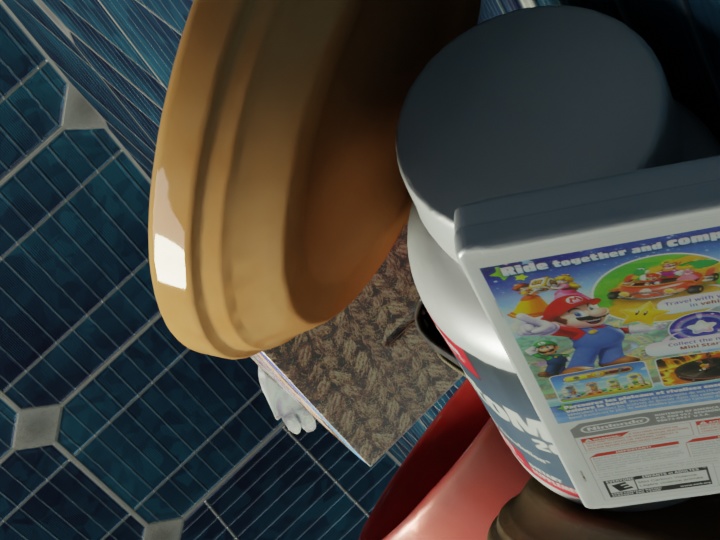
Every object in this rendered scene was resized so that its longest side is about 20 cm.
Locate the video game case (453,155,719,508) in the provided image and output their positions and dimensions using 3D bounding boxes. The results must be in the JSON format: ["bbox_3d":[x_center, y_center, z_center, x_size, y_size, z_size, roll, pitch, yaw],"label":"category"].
[{"bbox_3d":[0.121,0.023,0.480,0.200,0.143,0.018,58,-153,-57],"label":"video game case"}]

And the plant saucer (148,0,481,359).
[{"bbox_3d":[-0.004,-0.062,0.516,0.037,0.200,0.200,20,165,15],"label":"plant saucer"}]

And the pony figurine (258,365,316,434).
[{"bbox_3d":[-0.047,0.062,1.690,0.193,0.166,0.200,53,-169,21],"label":"pony figurine"}]

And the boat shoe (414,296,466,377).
[{"bbox_3d":[0.099,0.045,0.740,0.200,0.073,0.075,14,105,52],"label":"boat shoe"}]

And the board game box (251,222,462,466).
[{"bbox_3d":[0.000,0.000,0.915,0.097,0.159,0.200,49,173,-21],"label":"board game box"}]

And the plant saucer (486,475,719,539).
[{"bbox_3d":[0.154,0.109,0.664,0.200,0.200,0.030,-156,66,-73],"label":"plant saucer"}]

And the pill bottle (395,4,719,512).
[{"bbox_3d":[0.084,-0.001,0.577,0.120,0.120,0.200,42,171,35],"label":"pill bottle"}]

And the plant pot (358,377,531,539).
[{"bbox_3d":[0.124,0.149,0.949,0.177,0.201,0.200,39,173,-1],"label":"plant pot"}]
